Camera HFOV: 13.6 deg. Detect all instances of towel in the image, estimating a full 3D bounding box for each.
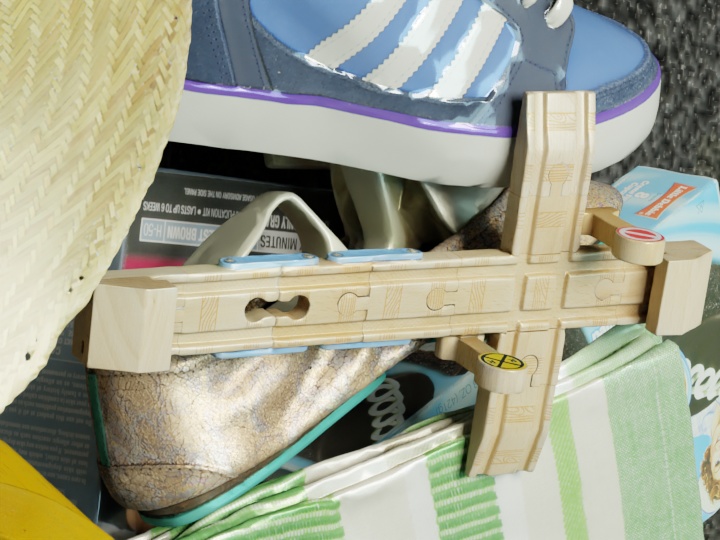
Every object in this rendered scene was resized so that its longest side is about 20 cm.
[{"bbox_3d":[0.018,0.111,0.898,0.199,0.023,0.153,-22,119,-24],"label":"towel"}]

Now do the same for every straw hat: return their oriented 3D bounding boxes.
[{"bbox_3d":[-0.141,-0.051,0.707,0.201,0.085,0.202,-17,116,-37],"label":"straw hat"}]

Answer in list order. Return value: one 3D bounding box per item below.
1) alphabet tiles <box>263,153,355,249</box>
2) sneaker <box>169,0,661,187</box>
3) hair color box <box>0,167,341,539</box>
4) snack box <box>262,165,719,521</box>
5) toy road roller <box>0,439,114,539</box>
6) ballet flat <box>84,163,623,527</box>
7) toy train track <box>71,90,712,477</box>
[{"bbox_3d":[0.011,-0.096,0.972,0.166,0.006,0.201,-1,78,-51],"label":"alphabet tiles"},{"bbox_3d":[0.014,-0.107,0.831,0.199,0.081,0.147,3,119,-26],"label":"sneaker"},{"bbox_3d":[-0.066,0.070,0.911,0.099,0.060,0.201,5,92,-51],"label":"hair color box"},{"bbox_3d":[0.054,0.062,0.973,0.200,0.037,0.117,-36,126,-38],"label":"snack box"},{"bbox_3d":[-0.125,0.132,0.773,0.123,0.200,0.146,45,28,-10],"label":"toy road roller"},{"bbox_3d":[0.000,0.000,0.876,0.200,0.068,0.067,-34,108,-36],"label":"ballet flat"},{"bbox_3d":[0.018,0.011,0.822,0.199,0.033,0.115,-3,110,-30],"label":"toy train track"}]
